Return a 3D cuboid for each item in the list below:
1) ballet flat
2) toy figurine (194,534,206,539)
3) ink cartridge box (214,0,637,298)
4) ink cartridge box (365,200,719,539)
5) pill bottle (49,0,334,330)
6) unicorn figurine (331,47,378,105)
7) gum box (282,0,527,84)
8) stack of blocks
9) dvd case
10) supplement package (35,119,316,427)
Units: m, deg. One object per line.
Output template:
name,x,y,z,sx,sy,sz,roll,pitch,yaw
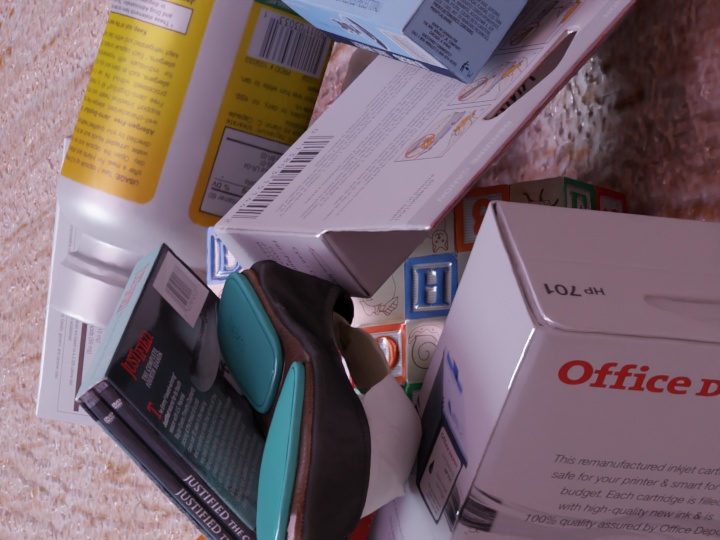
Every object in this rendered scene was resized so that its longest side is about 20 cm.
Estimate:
ballet flat,-0.013,0.056,1.177,0.200,0.068,0.068,-104,26,-57
toy figurine,-0.075,0.186,1.425,0.184,0.150,0.200,-76,-12,-63
ink cartridge box,0.051,-0.070,1.279,0.045,0.200,0.176,53,155,-23
ink cartridge box,0.099,0.079,1.173,0.086,0.146,0.200,-108,30,-51
pill bottle,-0.086,-0.065,1.450,0.113,0.113,0.200,24,97,67
unicorn figurine,0.017,-0.105,1.492,0.200,0.074,0.138,6,57,49
gum box,0.058,-0.187,1.318,0.200,0.045,0.170,-55,23,-3
stack of blocks,0.025,0.028,1.348,0.200,0.059,0.115,-7,79,34
dvd case,-0.036,0.090,1.250,0.022,0.200,0.146,-37,15,19
supplement package,-0.097,-0.004,1.618,0.200,0.111,0.156,-46,-37,-77
